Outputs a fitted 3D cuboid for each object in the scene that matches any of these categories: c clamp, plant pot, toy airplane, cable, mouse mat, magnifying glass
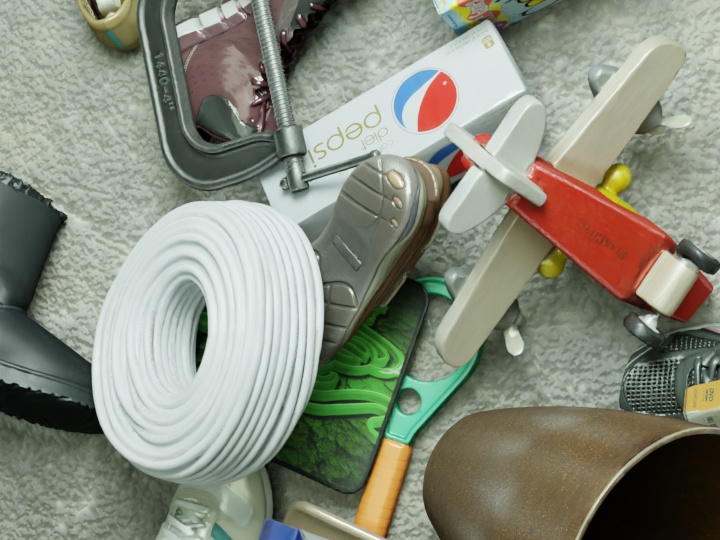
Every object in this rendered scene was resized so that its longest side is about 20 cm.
[{"bbox_3d":[-0.081,-0.143,1.071,0.170,0.027,0.202,-21,82,29],"label":"c clamp"},{"bbox_3d":[0.134,0.164,0.972,0.199,0.186,0.189,20,91,55],"label":"plant pot"},{"bbox_3d":[0.132,-0.044,1.017,0.198,0.141,0.201,-13,111,-5],"label":"toy airplane"},{"bbox_3d":[-0.109,0.047,1.051,0.199,0.069,0.202,20,95,49],"label":"cable"},{"bbox_3d":[-0.060,0.056,1.117,0.198,0.008,0.163,20,91,20],"label":"mouse mat"},{"bbox_3d":[0.033,0.102,1.092,0.079,0.022,0.202,17,91,16],"label":"magnifying glass"}]

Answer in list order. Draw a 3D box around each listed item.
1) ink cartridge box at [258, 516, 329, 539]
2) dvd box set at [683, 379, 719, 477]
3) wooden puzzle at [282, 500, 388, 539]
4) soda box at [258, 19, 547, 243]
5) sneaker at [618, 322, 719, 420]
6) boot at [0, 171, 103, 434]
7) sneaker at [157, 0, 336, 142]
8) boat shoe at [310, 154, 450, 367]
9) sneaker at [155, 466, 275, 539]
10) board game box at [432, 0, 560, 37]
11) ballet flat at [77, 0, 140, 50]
[{"bbox_3d":[0.004,0.248,1.032,0.198,0.039,0.101,17,89,15],"label":"ink cartridge box"},{"bbox_3d":[0.321,0.108,0.942,0.198,0.030,0.147,-17,125,29],"label":"dvd box set"},{"bbox_3d":[-0.002,0.289,1.072,0.184,0.046,0.202,23,90,15],"label":"wooden puzzle"},{"bbox_3d":[0.028,-0.090,1.078,0.199,0.064,0.069,-30,62,11],"label":"soda box"},{"bbox_3d":[0.268,0.068,1.000,0.198,0.086,0.081,-8,82,14],"label":"sneaker"},{"bbox_3d":[-0.256,0.021,1.136,0.197,0.073,0.164,22,59,-23],"label":"boot"},{"bbox_3d":[-0.054,-0.155,1.111,0.199,0.076,0.117,-27,79,21],"label":"sneaker"},{"bbox_3d":[0.000,0.000,1.053,0.076,0.071,0.200,55,128,19],"label":"boat shoe"},{"bbox_3d":[-0.121,0.211,1.080,0.070,0.093,0.202,10,90,31],"label":"sneaker"},{"bbox_3d":[0.135,-0.253,1.050,0.198,0.105,0.104,-23,81,12],"label":"board game box"},{"bbox_3d":[-0.201,-0.270,1.160,0.068,0.063,0.202,-17,81,12],"label":"ballet flat"}]
